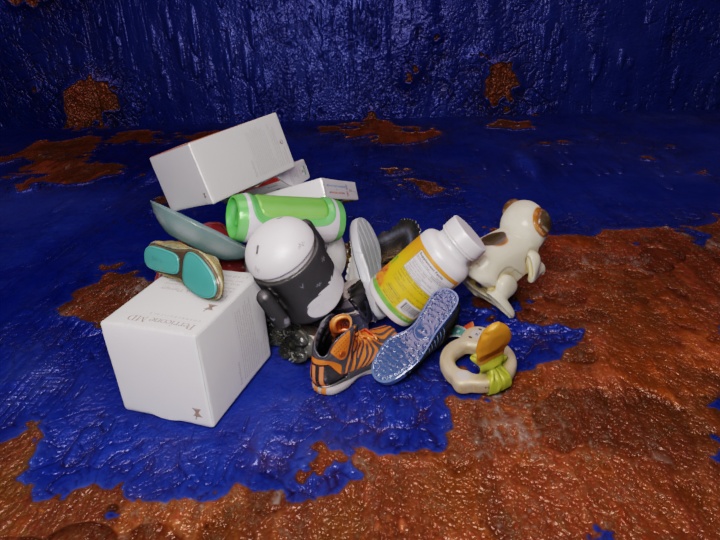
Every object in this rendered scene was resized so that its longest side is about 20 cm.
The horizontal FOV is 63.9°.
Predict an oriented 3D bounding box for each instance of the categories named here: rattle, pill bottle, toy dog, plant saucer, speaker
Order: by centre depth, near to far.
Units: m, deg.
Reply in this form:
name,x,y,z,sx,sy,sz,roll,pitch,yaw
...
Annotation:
name,x,y,z,sx,sy,sz,roll,pitch,yaw
rattle,0.184,0.099,0.958,0.129,0.144,0.201,-17,29,15
plant saucer,-0.274,-0.058,0.992,0.200,0.039,0.201,27,-2,1
speaker,-0.128,-0.090,1.006,0.198,0.089,0.088,-1,22,-31
pill bottle,0.121,-0.002,1.027,0.200,0.111,0.111,-42,17,19
toy dog,0.281,-0.046,1.124,0.200,0.194,0.139,-48,28,-4

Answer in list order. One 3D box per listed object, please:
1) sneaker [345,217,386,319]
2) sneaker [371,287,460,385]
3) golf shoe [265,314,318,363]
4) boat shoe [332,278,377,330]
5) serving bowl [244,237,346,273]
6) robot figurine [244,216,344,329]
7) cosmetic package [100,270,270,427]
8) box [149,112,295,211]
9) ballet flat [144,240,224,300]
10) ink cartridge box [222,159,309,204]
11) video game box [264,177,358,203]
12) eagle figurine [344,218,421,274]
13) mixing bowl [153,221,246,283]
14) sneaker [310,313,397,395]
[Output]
name,x,y,z,sx,sy,sz,roll,pitch,yaw
sneaker,0.000,0.000,1.118,0.070,0.202,0.073,-18,-14,36
sneaker,0.100,0.122,0.973,0.200,0.078,0.070,-45,58,-13
golf shoe,-0.131,0.103,1.058,0.094,0.078,0.200,-9,31,-40
boat shoe,-0.056,0.084,1.093,0.199,0.093,0.075,-17,13,47
serving bowl,-0.126,-0.044,1.097,0.198,0.066,0.202,0,53,0
robot figurine,-0.105,0.006,0.940,0.124,0.201,0.151,-29,38,3
cosmetic package,-0.267,0.112,0.928,0.166,0.168,0.200,6,28,17
box,-0.251,-0.199,1.061,0.151,0.107,0.200,-2,24,45
ballet flat,-0.263,-0.007,0.914,0.199,0.071,0.070,19,32,36
ink cartridge box,-0.212,-0.160,1.159,0.160,0.050,0.200,-12,21,26
video game box,-0.128,-0.145,1.204,0.198,0.047,0.182,-12,3,22
eagle figurine,0.056,-0.013,1.196,0.198,0.152,0.152,-9,65,22
mixing bowl,-0.291,0.017,1.133,0.108,0.201,0.200,34,38,16
sneaker,-0.003,0.115,0.959,0.077,0.113,0.199,18,33,34
